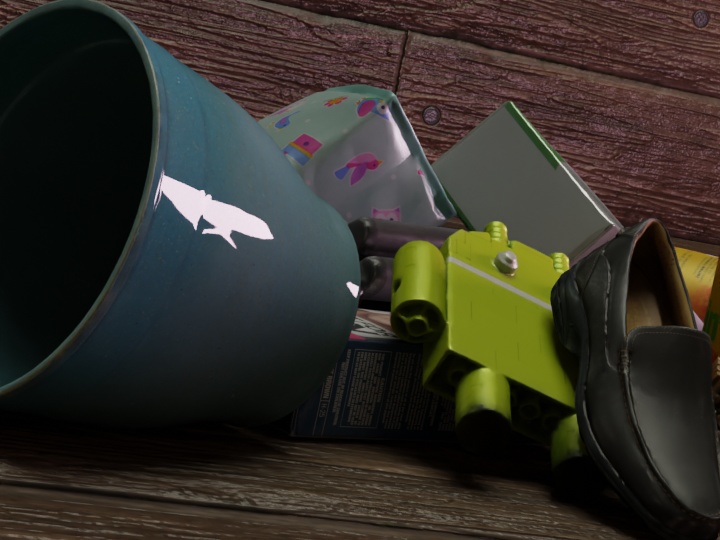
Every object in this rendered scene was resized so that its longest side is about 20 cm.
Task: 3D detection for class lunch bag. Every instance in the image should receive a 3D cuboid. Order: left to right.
[{"bbox_3d":[-0.053,-0.049,1.186,0.170,0.122,0.200,-34,21,-12],"label":"lunch bag"}]

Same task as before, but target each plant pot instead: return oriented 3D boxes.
[{"bbox_3d":[-0.107,-0.008,0.863,0.199,0.201,0.187,18,-5,44],"label":"plant pot"}]

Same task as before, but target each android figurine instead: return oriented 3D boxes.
[{"bbox_3d":[0.097,0.041,0.973,0.181,0.041,0.200,26,33,-12],"label":"android figurine"}]

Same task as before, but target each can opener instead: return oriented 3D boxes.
[{"bbox_3d":[0.000,0.000,1.077,0.199,0.054,0.067,6,-29,-35],"label":"can opener"}]

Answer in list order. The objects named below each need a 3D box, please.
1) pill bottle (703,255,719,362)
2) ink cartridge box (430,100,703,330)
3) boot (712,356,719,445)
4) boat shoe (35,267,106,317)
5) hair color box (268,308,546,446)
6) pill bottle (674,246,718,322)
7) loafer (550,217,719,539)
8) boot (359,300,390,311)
[{"bbox_3d":[0.302,0.018,1.179,0.110,0.201,0.111,11,6,-1],"label":"pill bottle"},{"bbox_3d":[0.154,-0.011,1.241,0.200,0.087,0.146,42,11,-50],"label":"ink cartridge box"},{"bbox_3d":[0.239,0.109,1.003,0.107,0.075,0.200,29,4,2],"label":"boot"},{"bbox_3d":[-0.142,0.029,1.015,0.201,0.074,0.063,21,35,-56],"label":"boat shoe"},{"bbox_3d":[0.017,0.060,1.006,0.199,0.061,0.100,7,8,-38],"label":"hair color box"},{"bbox_3d":[0.226,0.030,1.401,0.199,0.112,0.111,15,7,27],"label":"pill bottle"},{"bbox_3d":[0.156,0.055,0.906,0.072,0.072,0.201,14,40,-29],"label":"loafer"},{"bbox_3d":[-0.027,0.009,1.317,0.199,0.074,0.150,18,3,-29],"label":"boot"}]
